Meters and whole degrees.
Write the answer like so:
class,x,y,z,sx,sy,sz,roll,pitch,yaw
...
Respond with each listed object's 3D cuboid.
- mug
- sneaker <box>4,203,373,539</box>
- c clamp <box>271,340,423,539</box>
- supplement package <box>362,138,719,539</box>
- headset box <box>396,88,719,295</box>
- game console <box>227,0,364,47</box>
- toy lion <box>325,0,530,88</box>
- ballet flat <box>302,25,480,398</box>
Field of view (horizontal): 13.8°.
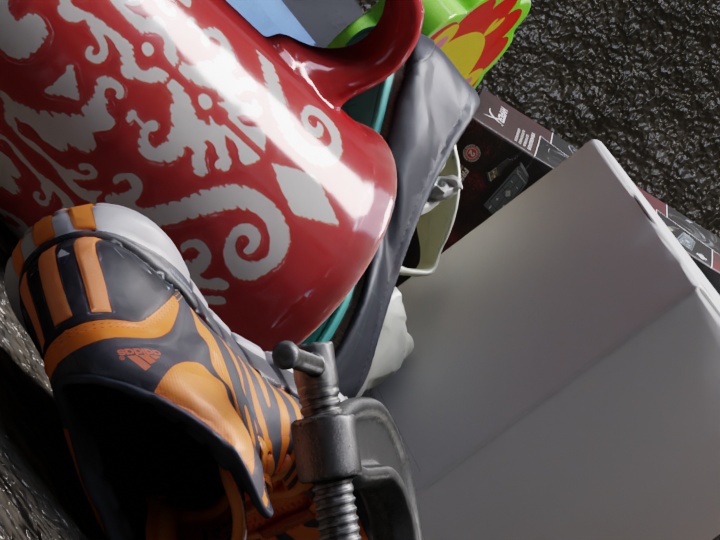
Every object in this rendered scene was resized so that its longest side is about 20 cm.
class,x,y,z,sx,sy,sz,roll,pitch,yaw
mug,-0.087,-0.082,1.118,0.133,0.178,0.200,3,-34,52
sneaker,-0.048,0.074,1.000,0.200,0.077,0.112,43,20,-40
c clamp,0.001,0.118,0.978,0.171,0.027,0.201,-13,93,-79
supplement package,0.067,0.069,1.232,0.120,0.200,0.121,48,8,-36
headset box,0.098,0.036,1.351,0.199,0.149,0.077,33,15,-1
game console,-0.105,-0.133,1.324,0.200,0.031,0.177,-24,74,-42
toy lion,-0.002,-0.061,1.331,0.069,0.192,0.200,47,-6,11
ballet flat,0.000,0.000,1.196,0.073,0.201,0.073,18,-15,5
